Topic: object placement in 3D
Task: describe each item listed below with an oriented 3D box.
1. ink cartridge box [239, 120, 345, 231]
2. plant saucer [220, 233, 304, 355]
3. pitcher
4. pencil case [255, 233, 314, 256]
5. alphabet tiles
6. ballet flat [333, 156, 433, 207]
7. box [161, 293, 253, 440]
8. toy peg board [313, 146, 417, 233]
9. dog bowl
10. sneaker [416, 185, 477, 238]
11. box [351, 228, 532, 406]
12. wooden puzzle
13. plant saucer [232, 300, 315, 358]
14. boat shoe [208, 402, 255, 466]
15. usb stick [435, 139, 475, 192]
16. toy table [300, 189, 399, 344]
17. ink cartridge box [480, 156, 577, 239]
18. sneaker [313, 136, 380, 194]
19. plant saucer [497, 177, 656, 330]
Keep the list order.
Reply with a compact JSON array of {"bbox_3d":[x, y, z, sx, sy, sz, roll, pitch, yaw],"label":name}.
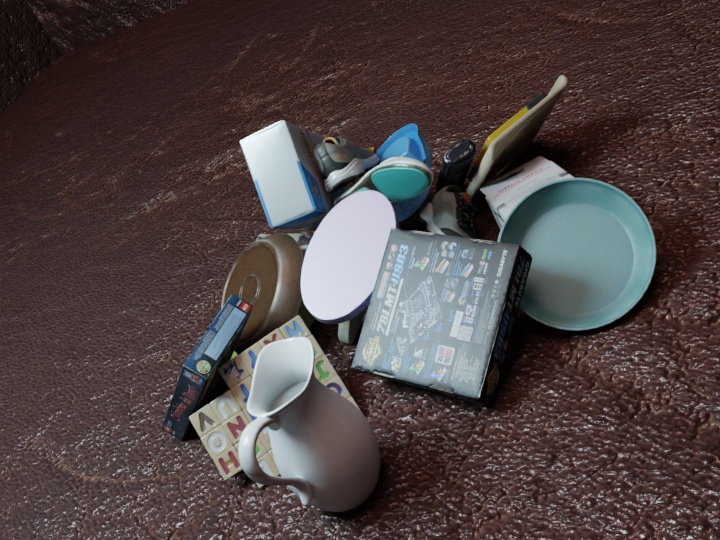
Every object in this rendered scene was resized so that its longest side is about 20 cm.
[{"bbox_3d":[-0.095,-0.143,1.388,0.084,0.146,0.200,-22,-5,17],"label":"ink cartridge box"},{"bbox_3d":[-0.157,0.035,1.334,0.199,0.034,0.202,-26,54,42],"label":"plant saucer"},{"bbox_3d":[-0.063,0.205,1.009,0.120,0.201,0.172,-7,39,31],"label":"pitcher"},{"bbox_3d":[-0.075,-0.026,1.424,0.198,0.079,0.089,-3,15,17],"label":"pencil case"},{"bbox_3d":[-0.121,0.181,1.172,0.199,0.008,0.168,-33,73,-7],"label":"alphabet tiles"},{"bbox_3d":[0.035,-0.132,1.302,0.199,0.069,0.070,-24,27,46],"label":"ballet flat"},{"bbox_3d":[-0.221,0.142,1.260,0.137,0.037,0.200,-62,1,-39],"label":"box"},{"bbox_3d":[-0.002,-0.149,1.550,0.197,0.098,0.201,-16,35,20],"label":"toy peg board"},{"bbox_3d":[0.065,-0.152,1.408,0.111,0.049,0.201,-35,28,30],"label":"dog bowl"},{"bbox_3d":[0.141,-0.074,1.318,0.079,0.074,0.201,-45,26,13],"label":"sneaker"},{"bbox_3d":[0.102,0.054,1.133,0.197,0.050,0.202,8,76,37],"label":"box"},{"bbox_3d":[0.234,-0.204,1.388,0.200,0.037,0.185,-45,-9,-21],"label":"wooden puzzle"},{"bbox_3d":[-0.159,0.073,1.430,0.198,0.031,0.201,-21,34,15],"label":"plant saucer"},{"bbox_3d":[-0.130,0.193,1.217,0.200,0.072,0.068,-45,6,-11],"label":"boat shoe"},{"bbox_3d":[0.150,-0.160,1.399,0.055,0.033,0.200,-33,-8,-5],"label":"usb stick"},{"bbox_3d":[0.000,0.000,1.275,0.183,0.117,0.201,28,77,27],"label":"toy table"},{"bbox_3d":[0.258,-0.091,1.276,0.115,0.068,0.200,-27,23,3],"label":"ink cartridge box"},{"bbox_3d":[-0.023,-0.180,1.394,0.074,0.080,0.200,-30,5,16],"label":"sneaker"},{"bbox_3d":[0.276,-0.019,1.131,0.198,0.036,0.202,-4,74,15],"label":"plant saucer"}]
